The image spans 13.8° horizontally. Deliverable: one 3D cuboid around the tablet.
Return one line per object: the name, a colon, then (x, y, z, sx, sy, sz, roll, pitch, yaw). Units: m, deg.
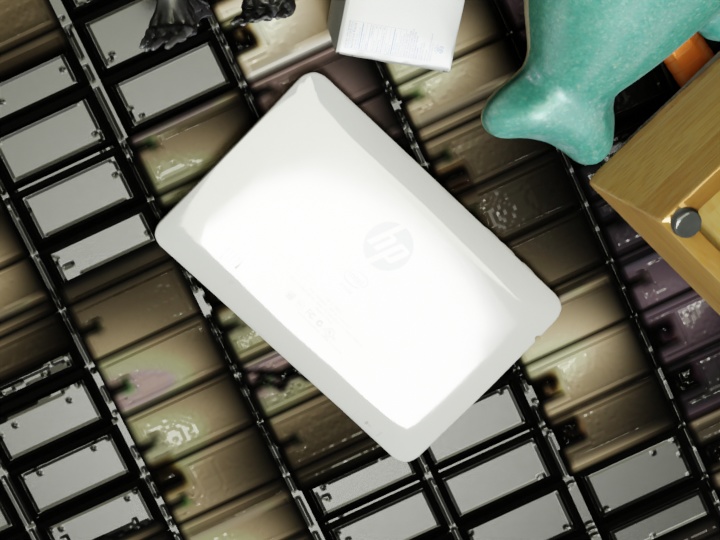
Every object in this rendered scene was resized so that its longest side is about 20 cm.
tablet: (0.000, 0.000, 1.629, 0.200, 0.014, 0.130, 43, 98, -16)

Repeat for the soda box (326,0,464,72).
soda box: (0.032, -0.210, 1.542, 0.064, 0.068, 0.200, 10, 105, -8)

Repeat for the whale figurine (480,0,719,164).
whale figurine: (0.136, -0.144, 1.529, 0.159, 0.104, 0.200, 18, 107, -23)

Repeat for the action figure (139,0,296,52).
action figure: (-0.089, -0.217, 1.512, 0.119, 0.102, 0.200, -9, 109, 9)

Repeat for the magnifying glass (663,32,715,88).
magnifying glass: (0.146, -0.161, 1.595, 0.080, 0.022, 0.200, -35, 105, 4)

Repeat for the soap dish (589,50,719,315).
soap dish: (0.246, -0.033, 1.595, 0.157, 0.081, 0.200, -43, 116, 8)
